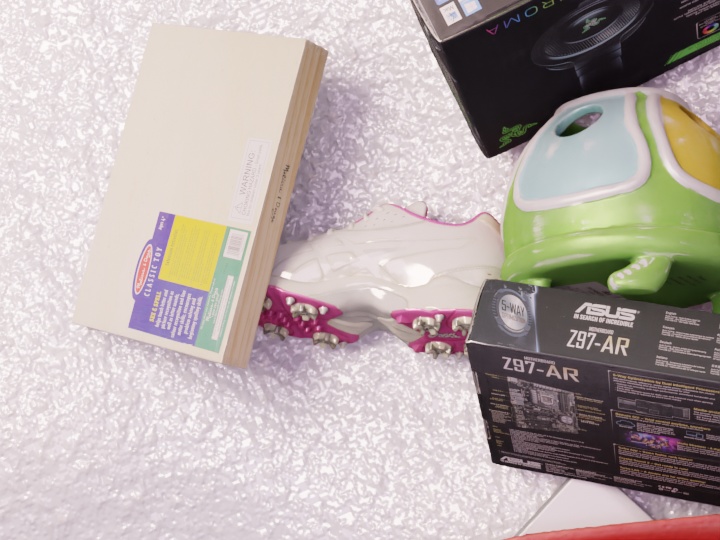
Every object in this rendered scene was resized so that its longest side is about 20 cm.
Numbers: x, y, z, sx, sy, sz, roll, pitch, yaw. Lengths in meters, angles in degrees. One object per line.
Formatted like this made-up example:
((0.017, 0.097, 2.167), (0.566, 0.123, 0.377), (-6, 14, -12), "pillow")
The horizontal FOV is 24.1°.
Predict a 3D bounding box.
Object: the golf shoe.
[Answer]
((0.000, 0.000, 1.049), (0.200, 0.075, 0.092), (6, 66, 8), "golf shoe")

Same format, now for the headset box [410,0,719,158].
((0.118, -0.165, 0.972), (0.174, 0.200, 0.093), (-26, 71, 4), "headset box")

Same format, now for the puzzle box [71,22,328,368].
((-0.100, -0.049, 1.033), (0.133, 0.025, 0.200), (13, 86, 37), "puzzle box")

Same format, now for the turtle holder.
((0.164, -0.038, 0.972), (0.141, 0.185, 0.132), (10, 72, -25), "turtle holder")

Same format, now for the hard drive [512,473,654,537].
((0.170, 0.233, 1.043), (0.200, 0.027, 0.132), (43, 93, 4), "hard drive")

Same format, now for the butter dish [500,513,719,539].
((0.166, 0.249, 0.956), (0.199, 0.148, 0.200), (-7, 88, 4), "butter dish")

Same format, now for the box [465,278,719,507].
((0.167, 0.077, 0.961), (0.200, 0.160, 0.044), (9, 60, 17), "box")
